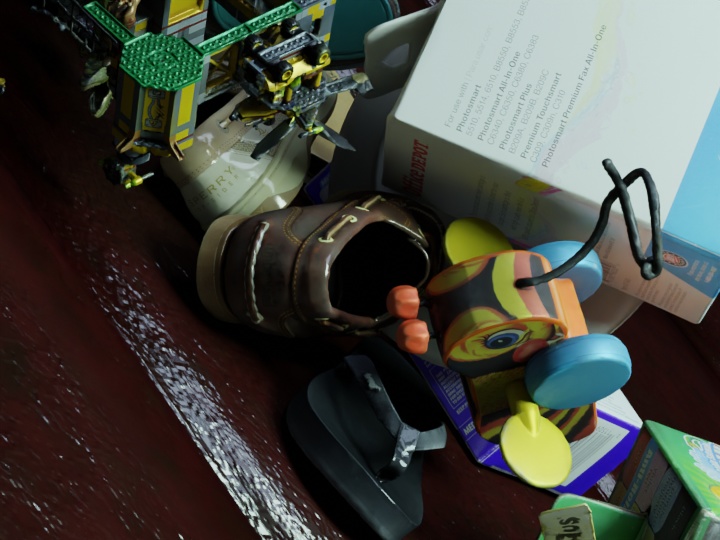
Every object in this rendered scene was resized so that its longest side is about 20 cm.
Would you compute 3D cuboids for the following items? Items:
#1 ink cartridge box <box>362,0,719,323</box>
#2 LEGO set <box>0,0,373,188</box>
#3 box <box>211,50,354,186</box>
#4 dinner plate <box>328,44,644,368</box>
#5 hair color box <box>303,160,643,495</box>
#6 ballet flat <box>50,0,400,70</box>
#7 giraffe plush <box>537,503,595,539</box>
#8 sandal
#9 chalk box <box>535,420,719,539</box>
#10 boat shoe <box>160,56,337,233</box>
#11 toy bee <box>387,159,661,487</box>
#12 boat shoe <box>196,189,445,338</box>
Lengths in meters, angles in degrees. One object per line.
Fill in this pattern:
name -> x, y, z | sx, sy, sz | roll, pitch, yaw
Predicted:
ink cartridge box -> 0.102, -0.081, 1.372 | 0.199, 0.126, 0.129 | 24, -13, 4
LEGO set -> -0.103, -0.102, 1.307 | 0.200, 0.116, 0.154 | 34, 48, 23
box -> -0.047, -0.111, 1.652 | 0.163, 0.021, 0.200 | 28, 25, -54
dinner plate -> 0.071, -0.047, 1.468 | 0.200, 0.200, 0.024 | 54, 11, 22
hair color box -> 0.061, 0.021, 1.543 | 0.109, 0.065, 0.200 | 26, 28, -55
ballet flat -> -0.078, -0.148, 1.438 | 0.199, 0.074, 0.074 | 17, 20, -5
giraffe plush -> 0.106, 0.203, 1.063 | 0.200, 0.172, 0.163 | 48, 31, -48
sandal -> 0.010, 0.065, 1.316 | 0.076, 0.043, 0.200 | 46, 14, -8
chalk box -> 0.164, 0.156, 1.288 | 0.199, 0.125, 0.124 | 21, 13, -11
boat shoe -> -0.059, -0.078, 1.430 | 0.065, 0.071, 0.200 | 45, 16, -14
toy bee -> 0.063, 0.020, 1.301 | 0.131, 0.108, 0.201 | -110, -166, -48
boat shoe -> 0.000, 0.000, 1.347 | 0.200, 0.070, 0.071 | -15, 105, -63
